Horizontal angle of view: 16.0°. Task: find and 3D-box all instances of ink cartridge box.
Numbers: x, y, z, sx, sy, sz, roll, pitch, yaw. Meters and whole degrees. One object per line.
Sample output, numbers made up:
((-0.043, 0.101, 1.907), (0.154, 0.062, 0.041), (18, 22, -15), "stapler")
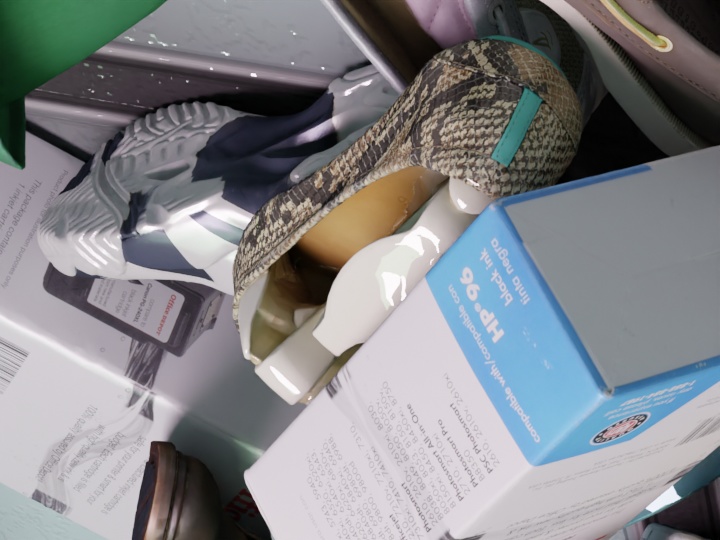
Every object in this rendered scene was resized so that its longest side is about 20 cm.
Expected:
((-0.109, 0.036, 1.050), (0.200, 0.083, 0.145), (29, 149, -9), "ink cartridge box")
((0.046, 0.049, 0.782), (0.200, 0.116, 0.068), (-49, 63, 45), "ink cartridge box")

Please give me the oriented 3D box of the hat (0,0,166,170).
((-0.035, -0.126, 0.711), (0.176, 0.200, 0.166), (-14, 104, -1), "hat")

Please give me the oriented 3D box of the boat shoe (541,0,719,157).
((0.074, -0.100, 0.728), (0.060, 0.072, 0.200), (-7, 142, 43), "boat shoe")

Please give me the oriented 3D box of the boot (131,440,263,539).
((-0.040, 0.121, 1.001), (0.097, 0.075, 0.200), (8, 155, 1), "boot")

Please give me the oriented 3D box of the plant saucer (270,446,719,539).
((0.061, 0.060, 0.938), (0.200, 0.027, 0.200), (-14, 153, -7), "plant saucer")

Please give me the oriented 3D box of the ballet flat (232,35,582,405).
((0.000, 0.000, 0.798), (0.068, 0.075, 0.200), (33, 144, -9), "ballet flat")

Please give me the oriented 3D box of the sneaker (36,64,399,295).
((-0.018, 0.001, 0.937), (0.199, 0.080, 0.130), (-16, 124, 34), "sneaker")

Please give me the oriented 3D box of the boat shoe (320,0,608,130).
((0.007, -0.102, 0.776), (0.074, 0.065, 0.202), (-8, 136, 41), "boat shoe")

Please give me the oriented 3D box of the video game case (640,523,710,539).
((0.194, 0.136, 0.896), (0.200, 0.023, 0.182), (22, 177, 5), "video game case")
